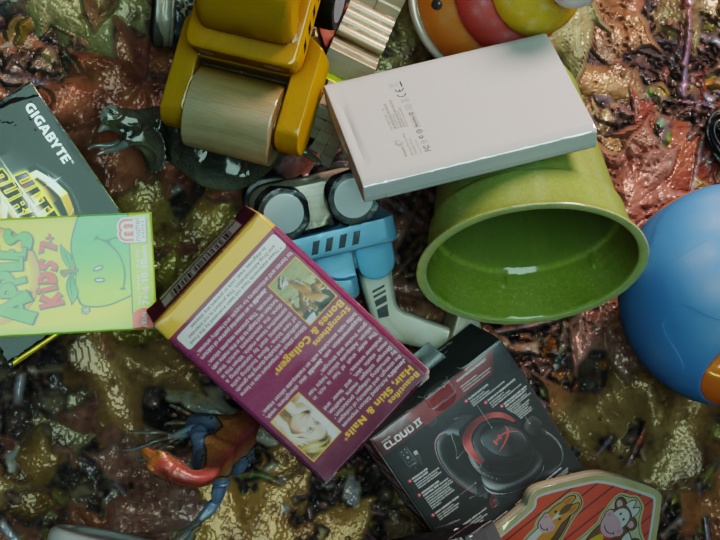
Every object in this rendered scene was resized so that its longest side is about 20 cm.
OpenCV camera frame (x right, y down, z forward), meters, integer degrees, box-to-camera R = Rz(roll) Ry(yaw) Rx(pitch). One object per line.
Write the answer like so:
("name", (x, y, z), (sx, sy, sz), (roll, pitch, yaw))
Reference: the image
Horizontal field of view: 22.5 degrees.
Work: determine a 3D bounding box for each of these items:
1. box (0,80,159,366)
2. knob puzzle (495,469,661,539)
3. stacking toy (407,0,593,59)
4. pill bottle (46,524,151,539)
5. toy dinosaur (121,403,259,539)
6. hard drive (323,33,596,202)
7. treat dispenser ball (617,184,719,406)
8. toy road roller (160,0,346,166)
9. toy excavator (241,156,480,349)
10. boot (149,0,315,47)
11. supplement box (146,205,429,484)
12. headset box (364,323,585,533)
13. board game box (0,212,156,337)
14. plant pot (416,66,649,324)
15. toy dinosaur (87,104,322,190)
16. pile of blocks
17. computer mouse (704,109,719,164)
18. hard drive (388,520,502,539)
("box", (-0.299, -0.041, 1.595), (0.160, 0.049, 0.200), (-34, 94, -7))
("knob puzzle", (0.197, 0.264, 1.632), (0.219, 0.030, 0.220), (-11, 117, -24))
("stacking toy", (0.147, -0.251, 1.589), (0.146, 0.200, 0.146), (1, 89, -29))
("pill bottle", (-0.235, 0.328, 1.563), (0.111, 0.111, 0.200), (12, 87, -9))
("toy dinosaur", (-0.131, 0.143, 1.550), (0.105, 0.181, 0.200), (45, 81, -5))
("hard drive", (0.082, -0.130, 1.520), (0.200, 0.026, 0.132), (-14, 48, -7))
("treat dispenser ball", (0.332, 0.022, 1.623), (0.200, 0.201, 0.201), (0, 88, -10))
("toy road roller", (-0.093, -0.199, 1.504), (0.123, 0.146, 0.200), (14, 84, 8))
("toy excavator", (0.000, 0.000, 1.633), (0.194, 0.100, 0.200), (-13, 104, -11))
("boot", (-0.104, -0.288, 1.622), (0.150, 0.073, 0.200), (10, 91, -8))
("supplement box", (-0.062, 0.060, 1.515), (0.200, 0.103, 0.131), (44, 87, -11))
("headset box", (0.095, 0.157, 1.620), (0.149, 0.075, 0.200), (-37, 109, -9))
("board game box", (-0.277, 0.005, 1.549), (0.200, 0.048, 0.102), (-3, 90, -11))
("plant pot", (0.141, -0.082, 1.598), (0.200, 0.200, 0.190), (1, 58, -10))
("toy dinosaur", (-0.129, -0.113, 1.607), (0.200, 0.077, 0.102), (22, 88, 6))
("pile of blocks", (-0.019, -0.189, 1.628), (0.062, 0.082, 0.200), (26, 60, -6))
("computer mouse", (0.438, -0.109, 1.723), (0.200, 0.046, 0.141), (-17, 90, -10))
("hard drive", (0.068, 0.298, 1.577), (0.038, 0.200, 0.140), (-27, 95, -41))
